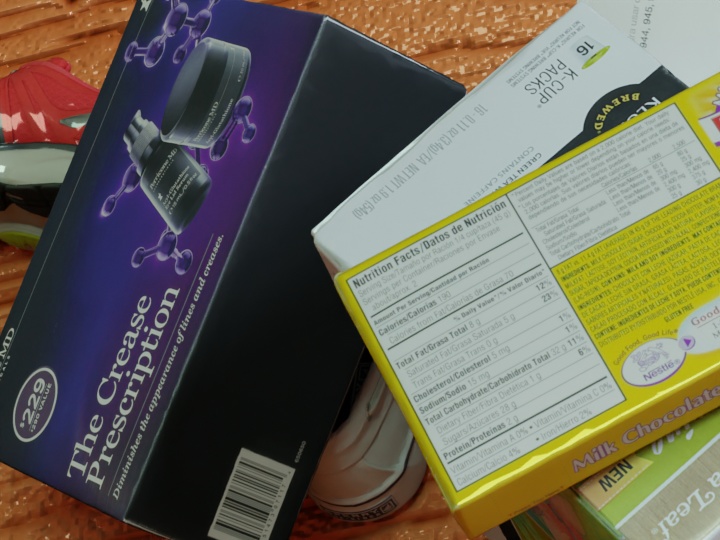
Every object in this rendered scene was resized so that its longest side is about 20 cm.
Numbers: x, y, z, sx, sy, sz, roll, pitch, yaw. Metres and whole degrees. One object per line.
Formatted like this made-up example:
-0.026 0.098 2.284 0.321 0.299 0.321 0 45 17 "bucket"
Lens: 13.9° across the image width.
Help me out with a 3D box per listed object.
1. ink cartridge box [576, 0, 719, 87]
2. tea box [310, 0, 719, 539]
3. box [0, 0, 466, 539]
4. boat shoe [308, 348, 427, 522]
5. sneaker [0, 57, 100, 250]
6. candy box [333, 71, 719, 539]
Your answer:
0.195 -0.078 1.101 0.199 0.145 0.084 12 98 28 "ink cartridge box"
0.114 0.053 1.018 0.134 0.200 0.197 -41 52 -9 "tea box"
-0.060 0.000 1.140 0.141 0.079 0.201 15 82 57 "box"
0.000 0.000 1.186 0.073 0.065 0.201 -12 54 14 "boat shoe"
-0.157 -0.057 1.293 0.199 0.077 0.085 10 56 16 "sneaker"
0.099 -0.004 0.919 0.199 0.026 0.102 -28 50 0 "candy box"
